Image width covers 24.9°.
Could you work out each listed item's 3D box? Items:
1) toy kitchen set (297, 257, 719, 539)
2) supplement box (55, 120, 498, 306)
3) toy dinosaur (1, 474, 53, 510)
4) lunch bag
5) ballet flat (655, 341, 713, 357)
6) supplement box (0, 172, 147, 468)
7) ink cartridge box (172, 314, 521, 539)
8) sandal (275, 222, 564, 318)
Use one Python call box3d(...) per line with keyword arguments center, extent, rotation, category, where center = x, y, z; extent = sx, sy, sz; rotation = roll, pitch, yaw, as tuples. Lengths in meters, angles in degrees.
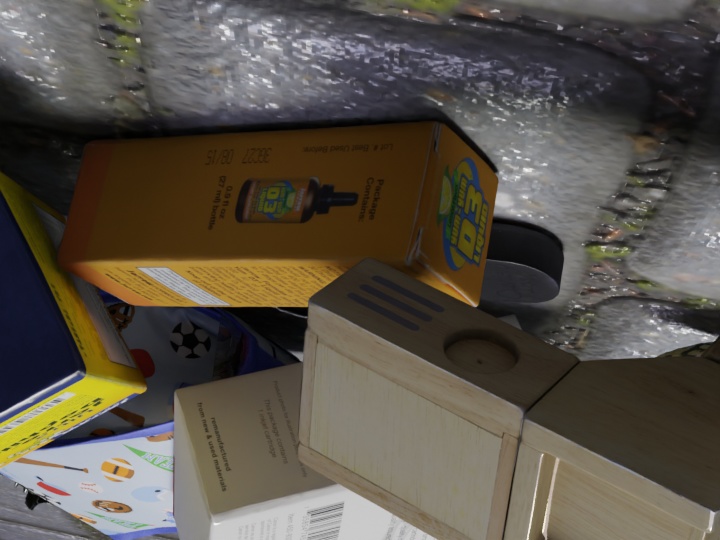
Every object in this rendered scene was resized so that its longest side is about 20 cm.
box3d(center=(0.108, 0.002, 0.636), extent=(0.179, 0.200, 0.165), rotation=(25, 128, 27), category="toy kitchen set")
box3d(center=(-0.040, -0.022, 0.733), extent=(0.198, 0.067, 0.069), rotation=(0, 158, 35), category="supplement box")
box3d(center=(-0.278, 0.115, 1.299), extent=(0.135, 0.103, 0.200), rotation=(22, -176, 19), category="toy dinosaur")
box3d(center=(-0.108, 0.084, 0.992), extent=(0.198, 0.125, 0.170), rotation=(-6, 153, 28), category="lunch bag")
box3d(center=(0.242, 0.062, 0.826), extent=(0.198, 0.073, 0.072), rotation=(13, 162, -3), category="ballet flat")
box3d(center=(-0.186, 0.032, 0.790), extent=(0.109, 0.110, 0.200), rotation=(-28, 174, -2), category="supplement box")
box3d(center=(0.000, 0.114, 0.906), extent=(0.198, 0.083, 0.147), rotation=(-12, 147, -15), category="ink cartridge box")
box3d(center=(0.000, 0.000, 0.807), extent=(0.198, 0.043, 0.076), rotation=(3, 160, 25), category="sandal")
